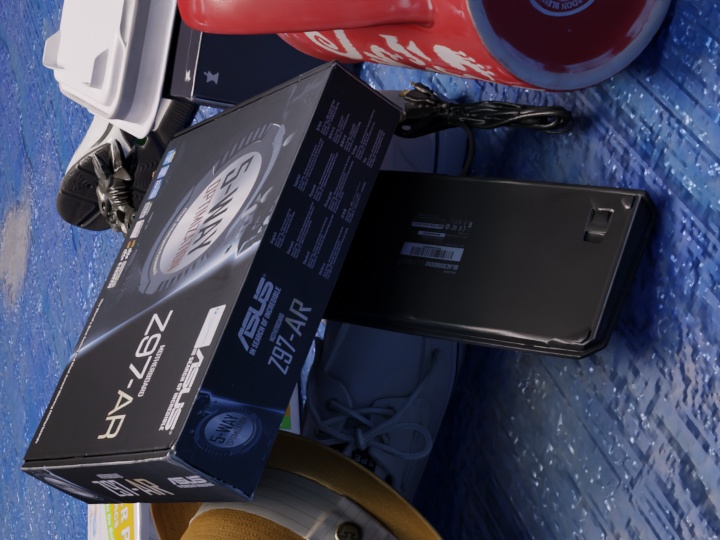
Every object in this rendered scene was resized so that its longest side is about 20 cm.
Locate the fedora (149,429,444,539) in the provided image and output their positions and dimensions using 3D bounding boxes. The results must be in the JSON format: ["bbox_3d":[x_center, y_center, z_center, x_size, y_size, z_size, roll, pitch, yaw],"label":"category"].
[{"bbox_3d":[-0.034,0.167,0.675,0.200,0.082,0.201,20,131,25],"label":"fedora"}]

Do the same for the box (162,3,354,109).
[{"bbox_3d":[-0.073,-0.202,0.938,0.182,0.104,0.200,-157,76,-65],"label":"box"}]

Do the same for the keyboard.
[{"bbox_3d":[0.045,-0.028,0.666,0.200,0.021,0.127,9,72,42],"label":"keyboard"}]

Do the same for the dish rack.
[{"bbox_3d":[-0.166,-0.183,0.958,0.200,0.043,0.172,29,109,63],"label":"dish rack"}]

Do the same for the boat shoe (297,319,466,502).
[{"bbox_3d":[-0.001,0.082,0.715,0.086,0.075,0.202,-54,-19,-68],"label":"boat shoe"}]

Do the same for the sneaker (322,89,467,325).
[{"bbox_3d":[0.000,0.000,0.773,0.073,0.071,0.200,19,101,64],"label":"sneaker"}]

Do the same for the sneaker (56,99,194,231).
[{"bbox_3d":[-0.193,-0.129,1.224,0.201,0.076,0.115,-51,31,36],"label":"sneaker"}]

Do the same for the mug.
[{"bbox_3d":[0.028,-0.134,0.665,0.178,0.133,0.200,-46,31,-9],"label":"mug"}]

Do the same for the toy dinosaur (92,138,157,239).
[{"bbox_3d":[-0.125,-0.026,1.023,0.200,0.102,0.136,-49,54,16],"label":"toy dinosaur"}]

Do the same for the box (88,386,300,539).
[{"bbox_3d":[-0.103,0.155,0.899,0.101,0.112,0.200,-42,46,53],"label":"box"}]

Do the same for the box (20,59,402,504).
[{"bbox_3d":[-0.072,0.011,0.688,0.160,0.044,0.200,-13,50,54],"label":"box"}]
